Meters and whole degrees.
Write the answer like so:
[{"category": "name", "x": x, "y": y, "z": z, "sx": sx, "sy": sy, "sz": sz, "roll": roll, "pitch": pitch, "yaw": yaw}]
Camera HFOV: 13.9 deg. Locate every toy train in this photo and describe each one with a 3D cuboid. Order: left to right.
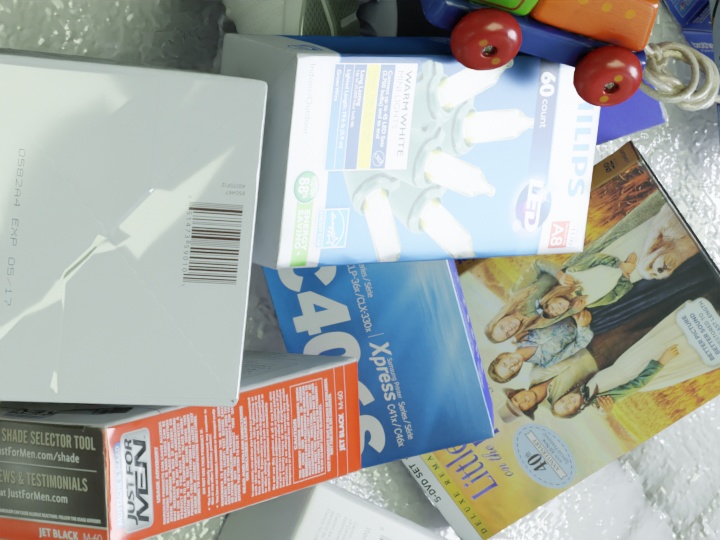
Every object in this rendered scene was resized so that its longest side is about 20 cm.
[{"category": "toy train", "x": 0.135, "y": -0.143, "z": 1.414, "sx": 0.199, "sy": 0.085, "sz": 0.116, "roll": 14, "pitch": 134, "yaw": -28}]

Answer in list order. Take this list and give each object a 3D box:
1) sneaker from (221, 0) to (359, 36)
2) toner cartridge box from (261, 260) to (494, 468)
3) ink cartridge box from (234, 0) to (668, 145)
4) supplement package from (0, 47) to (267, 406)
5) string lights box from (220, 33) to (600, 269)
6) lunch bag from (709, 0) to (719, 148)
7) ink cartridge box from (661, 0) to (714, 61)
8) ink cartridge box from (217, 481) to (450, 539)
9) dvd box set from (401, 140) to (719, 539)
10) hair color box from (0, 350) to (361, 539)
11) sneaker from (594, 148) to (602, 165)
[{"category": "sneaker", "x": -0.049, "y": -0.160, "z": 1.456, "sx": 0.070, "sy": 0.080, "sz": 0.201, "roll": 5, "pitch": 79, "yaw": -68}, {"category": "toner cartridge box", "x": 0.000, "y": 0.000, "z": 1.520, "sx": 0.095, "sy": 0.043, "sz": 0.201, "roll": -15, "pitch": 108, "yaw": 5}, {"category": "ink cartridge box", "x": 0.038, "y": -0.131, "z": 1.519, "sx": 0.199, "sy": 0.043, "sz": 0.199, "roll": -18, "pitch": 106, "yaw": 6}, {"category": "supplement package", "x": -0.158, "y": -0.027, "z": 1.385, "sx": 0.150, "sy": 0.200, "sz": 0.152, "roll": 3, "pitch": 95, "yaw": -29}, {"category": "string lights box", "x": 0.023, "y": -0.059, "z": 1.427, "sx": 0.200, "sy": 0.059, "sz": 0.103, "roll": -4, "pitch": 104, "yaw": -40}, {"category": "lunch bag", "x": 0.284, "y": -0.120, "z": 1.651, "sx": 0.199, "sy": 0.075, "sz": 0.161, "roll": -6, "pitch": 96, "yaw": -31}, {"category": "ink cartridge box", "x": 0.264, "y": -0.130, "z": 1.703, "sx": 0.119, "sy": 0.042, "sz": 0.200, "roll": -48, "pitch": 114, "yaw": -16}, {"category": "ink cartridge box", "x": 0.009, "y": 0.206, "z": 1.576, "sx": 0.200, "sy": 0.085, "sz": 0.146, "roll": 28, "pitch": 83, "yaw": -27}, {"category": "dvd box set", "x": 0.101, "y": 0.042, "z": 1.585, "sx": 0.200, "sy": 0.029, "sz": 0.146, "roll": -32, "pitch": 112, "yaw": 9}, {"category": "hair color box", "x": -0.100, "y": 0.084, "z": 1.442, "sx": 0.200, "sy": 0.111, "sz": 0.064, "roll": -11, "pitch": 101, "yaw": -53}, {"category": "sneaker", "x": 0.086, "y": -0.046, "z": 1.591, "sx": 0.100, "sy": 0.075, "sz": 0.200, "roll": -42, "pitch": 114, "yaw": -19}]
